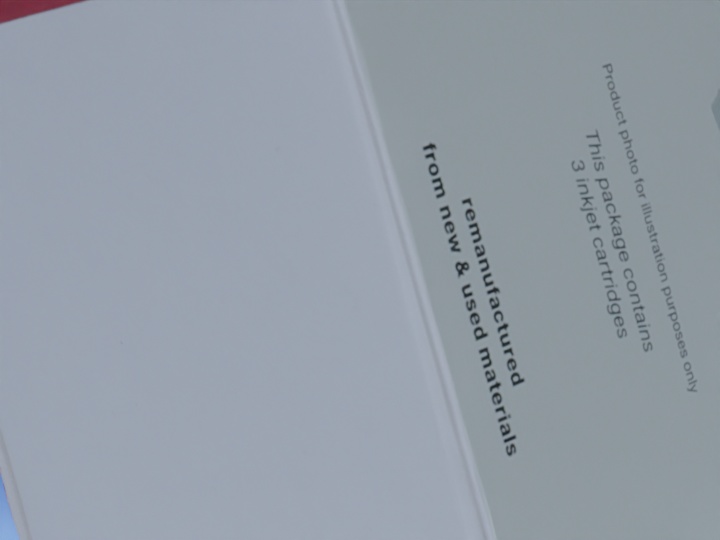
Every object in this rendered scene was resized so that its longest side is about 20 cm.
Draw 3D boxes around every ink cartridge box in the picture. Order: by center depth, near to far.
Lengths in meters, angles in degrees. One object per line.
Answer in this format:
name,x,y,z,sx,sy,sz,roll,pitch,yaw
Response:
ink cartridge box,0.040,-0.013,0.572,0.200,0.145,0.145,-20,97,-38

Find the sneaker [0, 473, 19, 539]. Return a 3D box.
sneaker,-0.002,0.079,0.649,0.081,0.146,0.200,-55,144,-2
